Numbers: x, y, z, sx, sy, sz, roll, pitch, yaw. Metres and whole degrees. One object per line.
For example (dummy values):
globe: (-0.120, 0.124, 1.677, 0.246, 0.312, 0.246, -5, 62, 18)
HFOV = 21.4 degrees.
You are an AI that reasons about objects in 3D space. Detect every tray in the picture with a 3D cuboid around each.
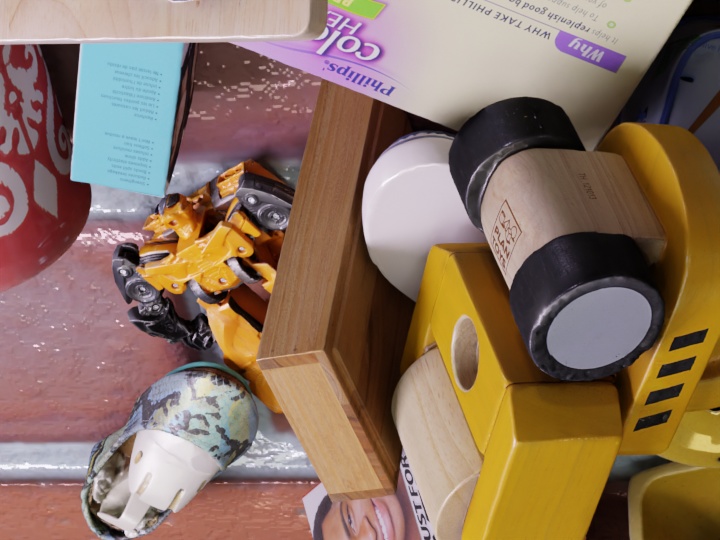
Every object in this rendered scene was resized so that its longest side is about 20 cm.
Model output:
tray: (0.000, 0.000, 0.914, 0.037, 0.201, 0.099, -8, 133, 20)

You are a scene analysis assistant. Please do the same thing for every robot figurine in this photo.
robot figurine: (-0.039, 0.018, 1.040, 0.145, 0.058, 0.200, -27, 125, 30)

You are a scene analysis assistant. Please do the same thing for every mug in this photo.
mug: (-0.234, -0.100, 0.910, 0.176, 0.134, 0.201, -1, 131, 8)

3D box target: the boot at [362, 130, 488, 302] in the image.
boot: (0.045, -0.033, 0.916, 0.072, 0.091, 0.200, -11, 150, 11)

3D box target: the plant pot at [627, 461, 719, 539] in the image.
plant pot: (0.285, 0.228, 1.109, 0.195, 0.195, 0.200, -16, 139, 23)

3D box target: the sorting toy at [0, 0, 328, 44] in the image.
sorting toy: (-0.115, -0.192, 0.740, 0.198, 0.070, 0.201, 2, 93, 19)

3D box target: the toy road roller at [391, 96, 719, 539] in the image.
toy road roller: (0.107, 0.031, 0.817, 0.145, 0.123, 0.201, 2, 130, -19)

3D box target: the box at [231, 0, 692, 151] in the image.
box: (0.059, -0.166, 0.815, 0.175, 0.097, 0.200, 20, 133, -10)

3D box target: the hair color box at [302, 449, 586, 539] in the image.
hair color box: (0.041, 0.139, 1.076, 0.061, 0.102, 0.200, -7, 158, -28)

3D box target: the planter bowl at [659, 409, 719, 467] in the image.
planter bowl: (0.188, 0.045, 1.010, 0.199, 0.084, 0.201, 4, 135, 4)

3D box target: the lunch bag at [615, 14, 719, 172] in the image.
lunch bag: (0.214, -0.031, 0.905, 0.199, 0.076, 0.161, 18, 97, -10)

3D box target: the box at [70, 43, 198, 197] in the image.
box: (-0.097, -0.135, 0.882, 0.049, 0.083, 0.201, 11, 135, -2)

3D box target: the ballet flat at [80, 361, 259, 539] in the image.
ballet flat: (-0.114, 0.115, 1.101, 0.074, 0.075, 0.200, 22, 152, -12)
